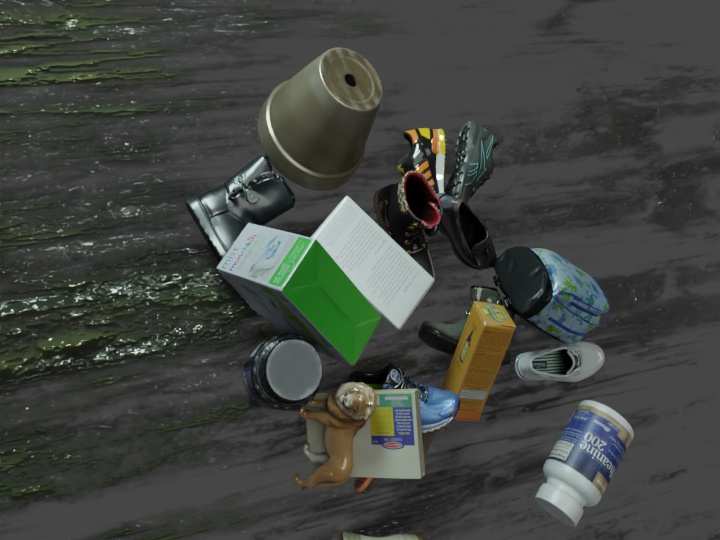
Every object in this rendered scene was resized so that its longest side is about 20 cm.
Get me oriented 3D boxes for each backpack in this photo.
[{"bbox_3d":[0.354,0.049,1.233,0.152,0.165,0.200,-36,122,15],"label":"backpack"}]

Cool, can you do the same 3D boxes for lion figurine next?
[{"bbox_3d":[-0.037,0.265,1.064,0.119,0.072,0.206,8,107,14],"label":"lion figurine"}]

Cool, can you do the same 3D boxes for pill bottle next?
[{"bbox_3d":[0.398,0.347,1.221,0.110,0.111,0.201,40,72,-7],"label":"pill bottle"},{"bbox_3d":[-0.119,0.157,1.045,0.109,0.200,0.115,3,80,-15],"label":"pill bottle"}]

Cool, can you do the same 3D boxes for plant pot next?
[{"bbox_3d":[-0.052,-0.266,1.128,0.195,0.173,0.205,14,60,-25],"label":"plant pot"}]

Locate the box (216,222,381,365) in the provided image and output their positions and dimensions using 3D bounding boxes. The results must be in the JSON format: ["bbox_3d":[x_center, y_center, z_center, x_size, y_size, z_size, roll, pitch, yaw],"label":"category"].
[{"bbox_3d":[-0.095,0.038,1.047,0.098,0.174,0.201,-55,130,-18],"label":"box"}]

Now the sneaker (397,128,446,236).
[{"bbox_3d":[0.110,-0.163,1.250,0.087,0.070,0.206,4,79,0],"label":"sneaker"}]

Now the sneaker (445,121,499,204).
[{"bbox_3d":[0.210,-0.180,1.273,0.077,0.075,0.205,20,76,-15],"label":"sneaker"}]

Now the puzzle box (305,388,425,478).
[{"bbox_3d":[0.005,0.261,1.089,0.195,0.025,0.137,-5,88,22],"label":"puzzle box"}]

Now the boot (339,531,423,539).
[{"bbox_3d":[0.025,0.530,1.095,0.150,0.072,0.206,9,73,-16],"label":"boot"}]

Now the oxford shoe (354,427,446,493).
[{"bbox_3d":[0.072,0.310,1.149,0.199,0.071,0.073,-42,98,-20],"label":"oxford shoe"}]

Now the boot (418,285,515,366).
[{"bbox_3d":[0.197,0.087,1.237,0.195,0.067,0.134,18,69,-20],"label":"boot"}]

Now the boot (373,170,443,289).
[{"bbox_3d":[0.095,-0.068,1.177,0.072,0.150,0.205,-19,86,-19],"label":"boot"}]

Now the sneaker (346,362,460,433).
[{"bbox_3d":[0.067,0.206,1.116,0.194,0.091,0.079,5,36,6],"label":"sneaker"}]

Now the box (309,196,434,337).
[{"bbox_3d":[0.000,0.000,1.135,0.199,0.152,0.107,43,71,-7],"label":"box"}]

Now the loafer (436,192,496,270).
[{"bbox_3d":[0.196,-0.062,1.213,0.200,0.062,0.073,43,67,-37],"label":"loafer"}]

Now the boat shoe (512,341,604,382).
[{"bbox_3d":[0.384,0.176,1.270,0.194,0.067,0.076,-9,83,-19],"label":"boat shoe"}]

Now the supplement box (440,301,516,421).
[{"bbox_3d":[0.197,0.157,1.157,0.067,0.067,0.204,6,119,-14],"label":"supplement box"}]

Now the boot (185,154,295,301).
[{"bbox_3d":[-0.174,-0.075,1.133,0.166,0.076,0.203,-31,84,-16],"label":"boot"}]
